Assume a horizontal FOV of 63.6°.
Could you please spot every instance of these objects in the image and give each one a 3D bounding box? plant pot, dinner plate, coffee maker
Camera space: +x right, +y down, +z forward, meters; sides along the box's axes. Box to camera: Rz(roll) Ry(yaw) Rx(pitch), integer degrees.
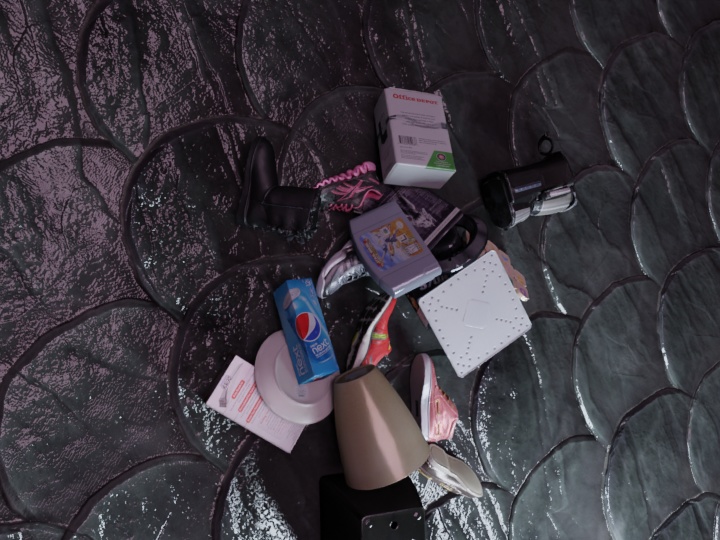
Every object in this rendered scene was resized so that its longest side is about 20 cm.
[{"bbox_3d":[0.022,0.303,1.185,0.186,0.187,0.202,-22,95,-20],"label":"plant pot"},{"bbox_3d":[0.034,0.531,1.182,0.197,0.177,0.203,0,86,-19],"label":"plant pot"},{"bbox_3d":[-0.120,0.210,1.182,0.198,0.024,0.202,17,57,-28],"label":"dinner plate"},{"bbox_3d":[0.396,-0.212,1.407,0.198,0.135,0.194,-15,68,-22],"label":"coffee maker"}]

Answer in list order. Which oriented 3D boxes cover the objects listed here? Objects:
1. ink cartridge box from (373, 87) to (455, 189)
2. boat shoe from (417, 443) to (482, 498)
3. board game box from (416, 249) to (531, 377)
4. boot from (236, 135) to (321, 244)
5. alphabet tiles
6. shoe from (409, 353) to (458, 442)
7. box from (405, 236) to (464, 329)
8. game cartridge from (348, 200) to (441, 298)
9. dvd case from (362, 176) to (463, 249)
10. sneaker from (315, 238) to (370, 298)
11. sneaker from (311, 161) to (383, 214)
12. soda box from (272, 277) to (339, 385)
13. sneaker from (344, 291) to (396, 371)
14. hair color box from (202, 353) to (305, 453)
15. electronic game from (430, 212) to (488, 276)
[{"bbox_3d":[0.116,-0.292,1.287,0.145,0.083,0.203,3,66,-20],"label":"ink cartridge box"},{"bbox_3d":[0.198,0.461,1.309,0.059,0.072,0.200,-39,119,22],"label":"boat shoe"},{"bbox_3d":[0.242,0.091,1.234,0.199,0.026,0.201,-33,105,-9],"label":"board game box"},{"bbox_3d":[-0.156,-0.163,1.179,0.160,0.073,0.201,11,88,12],"label":"boot"},{"bbox_3d":[0.311,-0.013,1.338,0.199,0.015,0.196,37,31,-15],"label":"alphabet tiles"},{"bbox_3d":[0.166,0.285,1.307,0.090,0.071,0.203,0,92,-22],"label":"shoe"},{"bbox_3d":[0.194,0.024,1.308,0.198,0.046,0.160,-21,64,-20],"label":"box"},{"bbox_3d":[0.062,-0.045,1.203,0.132,0.042,0.201,-24,63,-18],"label":"game cartridge"},{"bbox_3d":[0.104,-0.132,1.280,0.199,0.016,0.149,37,69,20],"label":"dvd case"},{"bbox_3d":[0.000,0.000,1.235,0.113,0.076,0.200,35,69,21],"label":"sneaker"},{"bbox_3d":[-0.035,-0.157,1.249,0.198,0.079,0.096,-28,86,-19],"label":"sneaker"},{"bbox_3d":[-0.112,0.121,1.175,0.064,0.068,0.202,-6,70,-38],"label":"soda box"},{"bbox_3d":[0.035,0.144,1.270,0.084,0.077,0.202,25,88,-22],"label":"sneaker"},{"bbox_3d":[-0.202,0.266,1.171,0.199,0.064,0.112,36,75,-16],"label":"hair color box"},{"bbox_3d":[0.181,-0.060,1.274,0.199,0.199,0.042,-40,129,-18],"label":"electronic game"}]
